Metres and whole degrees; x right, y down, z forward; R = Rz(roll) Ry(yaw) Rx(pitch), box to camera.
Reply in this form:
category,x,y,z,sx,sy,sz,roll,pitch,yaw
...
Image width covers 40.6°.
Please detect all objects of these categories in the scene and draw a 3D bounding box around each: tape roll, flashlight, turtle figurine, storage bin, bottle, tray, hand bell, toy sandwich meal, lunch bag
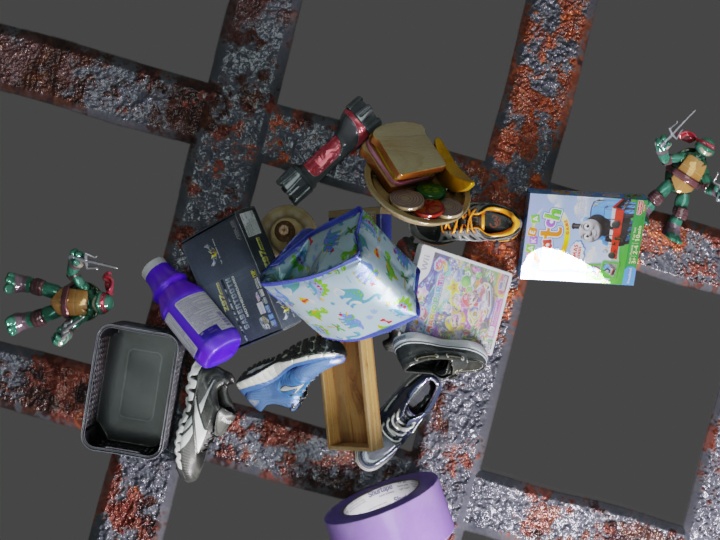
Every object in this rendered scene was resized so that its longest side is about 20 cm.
category,x,y,z,sx,sy,sz,roll,pitch,yaw
tape roll,0.045,0.401,1.556,0.197,0.200,0.086,-20,90,-3
flashlight,-0.055,-0.200,1.620,0.199,0.068,0.068,-42,93,-3
turtle figurine,-0.475,0.051,1.574,0.196,0.101,0.153,-3,73,14
storage bin,-0.366,0.192,1.586,0.132,0.094,0.204,9,90,-1
bottle,-0.279,0.064,1.574,0.200,0.083,0.066,47,128,18
tray,-0.018,0.193,1.609,0.097,0.037,0.204,-6,91,41
hand bell,-0.117,-0.059,1.549,0.102,0.200,0.106,0,89,-3
toy sandwich meal,0.095,-0.159,1.584,0.201,0.207,0.071,17,133,-3
lunch bag,-0.030,0.020,1.482,0.198,0.129,0.170,-26,129,28
turtle figurine,0.548,-0.156,1.636,0.149,0.100,0.202,33,105,15

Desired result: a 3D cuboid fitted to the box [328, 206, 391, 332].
category,x,y,z,sx,sy,sz,roll,pitch,yaw
box,0.000,0.000,1.603,0.032,0.120,0.204,-2,90,-48

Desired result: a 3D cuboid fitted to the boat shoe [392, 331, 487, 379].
category,x,y,z,sx,sy,sz,roll,pitch,yaw
boat shoe,0.132,0.147,1.577,0.197,0.069,0.057,13,50,-37

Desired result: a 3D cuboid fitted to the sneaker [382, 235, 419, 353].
category,x,y,z,sx,sy,sz,roll,pitch,yaw
sneaker,0.065,0.046,1.622,0.096,0.071,0.205,-3,91,-5

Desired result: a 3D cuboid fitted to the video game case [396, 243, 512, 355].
category,x,y,z,sx,sy,sz,roll,pitch,yaw
video game case,0.158,0.050,1.608,0.197,0.018,0.146,16,89,-32

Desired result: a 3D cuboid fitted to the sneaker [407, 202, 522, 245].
category,x,y,z,sx,sy,sz,roll,pitch,yaw
sneaker,0.177,-0.084,1.627,0.196,0.077,0.080,-3,91,-2

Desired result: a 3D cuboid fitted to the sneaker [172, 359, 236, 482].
category,x,y,z,sx,sy,sz,roll,pitch,yaw
sneaker,-0.250,0.251,1.598,0.089,0.066,0.204,8,87,20

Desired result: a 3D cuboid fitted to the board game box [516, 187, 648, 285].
category,x,y,z,sx,sy,sz,roll,pitch,yaw
board game box,0.369,-0.056,1.631,0.196,0.037,0.154,3,111,0

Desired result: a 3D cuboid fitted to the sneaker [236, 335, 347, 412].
category,x,y,z,sx,sy,sz,roll,pitch,yaw
sneaker,-0.104,0.175,1.605,0.197,0.079,0.090,-25,104,20

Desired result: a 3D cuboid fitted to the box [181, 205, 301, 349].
category,x,y,z,sx,sy,sz,roll,pitch,yaw
box,-0.196,0.017,1.575,0.051,0.156,0.203,-22,91,-47

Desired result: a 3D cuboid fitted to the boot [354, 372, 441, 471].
category,x,y,z,sx,sy,sz,roll,pitch,yaw
boot,0.059,0.249,1.611,0.072,0.090,0.202,35,88,-2
